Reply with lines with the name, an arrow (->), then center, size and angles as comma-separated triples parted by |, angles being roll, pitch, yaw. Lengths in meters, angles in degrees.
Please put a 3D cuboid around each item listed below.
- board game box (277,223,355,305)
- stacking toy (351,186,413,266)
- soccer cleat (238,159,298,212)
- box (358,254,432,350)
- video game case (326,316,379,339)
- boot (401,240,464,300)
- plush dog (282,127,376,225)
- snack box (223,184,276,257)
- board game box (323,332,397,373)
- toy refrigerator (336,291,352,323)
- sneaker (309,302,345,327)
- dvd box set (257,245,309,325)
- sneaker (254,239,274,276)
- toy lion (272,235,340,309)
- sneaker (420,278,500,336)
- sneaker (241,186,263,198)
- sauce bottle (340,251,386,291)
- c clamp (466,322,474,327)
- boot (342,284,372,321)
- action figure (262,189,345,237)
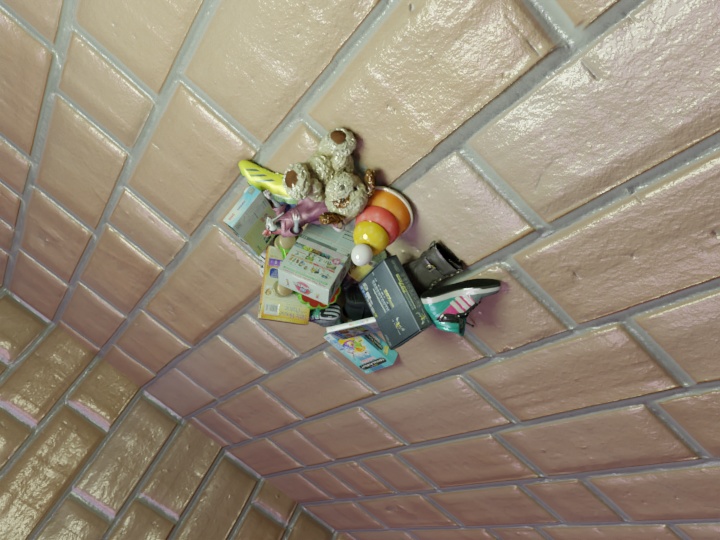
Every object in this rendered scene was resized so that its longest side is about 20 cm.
board game box -> -0.105, -0.027, 1.507 | 0.146, 0.201, 0.065 | 22, 141, 11
stacking toy -> 0.027, -0.084, 1.354 | 0.144, 0.201, 0.147 | 18, 142, 15
soccer cleat -> -0.223, -0.226, 1.494 | 0.199, 0.065, 0.084 | 40, 112, -5
box -> 0.084, 0.084, 1.481 | 0.202, 0.050, 0.158 | 63, 145, 11
video game case -> 0.016, 0.162, 1.672 | 0.197, 0.018, 0.143 | -14, 162, 13
boot -> 0.193, 0.023, 1.479 | 0.173, 0.070, 0.200 | -27, 123, 39
plush dog -> -0.059, -0.195, 1.331 | 0.172, 0.200, 0.161 | 48, 175, 4
snack box -> -0.274, -0.125, 1.518 | 0.037, 0.117, 0.200 | 33, 168, 20
board game box -> -0.001, 0.241, 1.865 | 0.200, 0.047, 0.150 | 42, 141, -14
toy refrigerator -> -0.108, 0.086, 1.740 | 0.199, 0.076, 0.070 | 37, 142, -10
sneaker -> -0.140, 0.136, 1.698 | 0.197, 0.075, 0.088 | 8, 142, 26
dvd box set -> -0.204, 0.044, 1.621 | 0.144, 0.204, 0.029 | 10, 169, -26
sneaker -> -0.234, -0.020, 1.687 | 0.128, 0.080, 0.201 | 28, 142, 17
toy lion -> -0.141, 0.004, 1.597 | 0.188, 0.204, 0.068 | 4, 171, -23
sneaker -> 0.256, 0.097, 1.434 | 0.196, 0.084, 0.123 | -12, 105, 6
sneaker -> -0.301, -0.163, 1.576 | 0.077, 0.078, 0.201 | 34, 155, 14
sauce bottle -> 0.000, 0.000, 1.579 | 0.064, 0.065, 0.200 | 36, 141, -8
c clamp -> 0.184, 0.139, 1.560 | 0.197, 0.028, 0.170 | -7, 154, 30
boot -> 0.048, 0.093, 1.648 | 0.196, 0.078, 0.169 | 1, 160, -2
action figure -> -0.156, -0.136, 1.451 | 0.135, 0.198, 0.149 | 59, 178, 34
